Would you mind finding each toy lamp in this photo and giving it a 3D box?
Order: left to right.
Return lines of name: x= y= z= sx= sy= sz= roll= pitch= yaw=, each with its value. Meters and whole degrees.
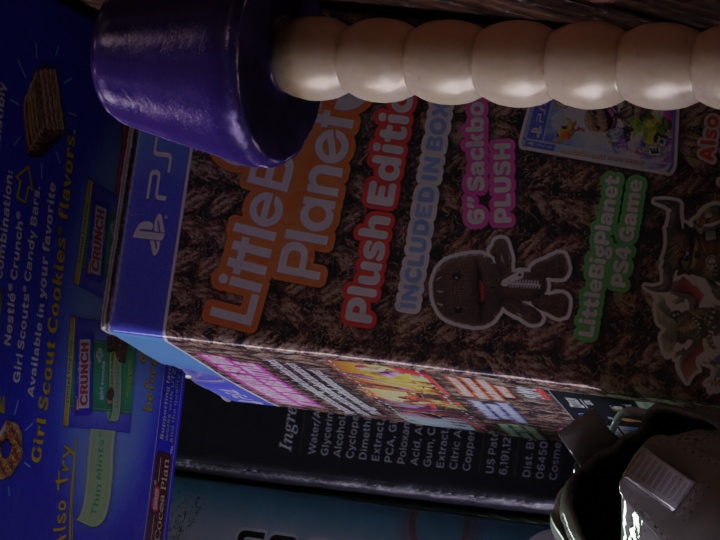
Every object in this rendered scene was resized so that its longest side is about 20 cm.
toy lamp: x=0.027 y=-0.050 z=0.693 sx=0.199 sy=0.059 sz=0.058 roll=5 pitch=171 yaw=24

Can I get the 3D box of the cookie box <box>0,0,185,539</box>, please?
cookie box: x=-0.127 y=0.001 z=0.800 sx=0.075 sy=0.173 sz=0.200 roll=0 pitch=168 yaw=27

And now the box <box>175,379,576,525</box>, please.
box: x=0.039 y=0.040 z=1.083 sx=0.199 sy=0.118 sz=0.197 roll=4 pitch=170 yaw=21

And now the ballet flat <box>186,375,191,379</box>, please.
ballet flat: x=0.000 y=0.000 z=0.958 sx=0.198 sy=0.070 sz=0.071 roll=-8 pitch=178 yaw=6

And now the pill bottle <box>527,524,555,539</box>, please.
pill bottle: x=0.109 y=0.117 z=0.905 sx=0.199 sy=0.113 sz=0.112 roll=-30 pitch=-166 yaw=-31

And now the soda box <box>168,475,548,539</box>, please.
soda box: x=-0.003 y=0.119 z=1.021 sx=0.199 sy=0.069 sz=0.064 roll=7 pitch=168 yaw=19

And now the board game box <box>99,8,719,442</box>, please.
board game box: x=0.044 y=-0.006 z=0.829 sx=0.198 sy=0.098 sz=0.159 roll=7 pitch=172 yaw=11

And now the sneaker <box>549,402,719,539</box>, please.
sneaker: x=0.087 y=0.061 z=0.742 sx=0.082 sy=0.075 sz=0.200 roll=38 pitch=171 yaw=-3
